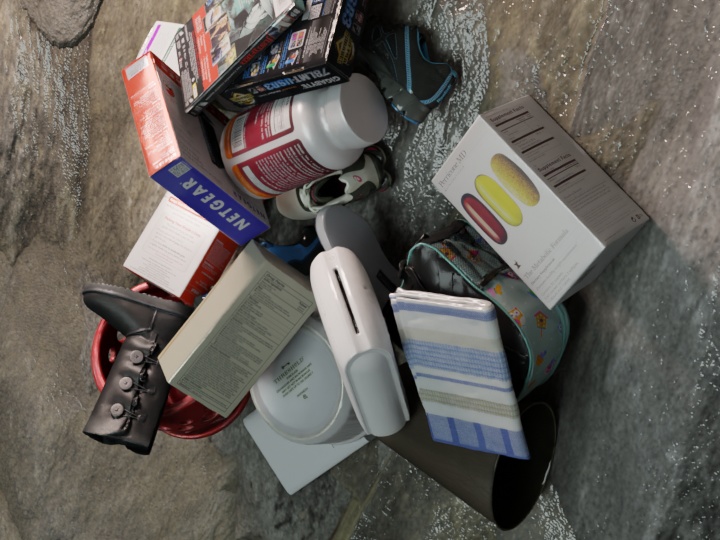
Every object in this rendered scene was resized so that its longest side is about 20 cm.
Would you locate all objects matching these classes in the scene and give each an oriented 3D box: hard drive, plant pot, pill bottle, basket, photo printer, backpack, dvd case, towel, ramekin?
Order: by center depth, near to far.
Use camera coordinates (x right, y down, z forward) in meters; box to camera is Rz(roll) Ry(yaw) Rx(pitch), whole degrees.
[{"bbox_3d":[0.113,0.115,1.460,0.146,0.024,0.202,6,122,43],"label":"towel"},{"bbox_3d":[0.147,0.058,1.518,0.200,0.153,0.177,45,137,26],"label":"backpack"},{"bbox_3d":[-0.002,0.081,1.547,0.201,0.069,0.167,73,177,-54],"label":"photo printer"},{"bbox_3d":[-0.149,-0.296,1.566,0.200,0.022,0.147,-41,44,28],"label":"dvd case"},{"bbox_3d":[-0.067,-0.164,1.575,0.199,0.113,0.114,-17,97,41],"label":"pill bottle"},{"bbox_3d":[0.123,0.200,1.617,0.199,0.136,0.182,25,132,34],"label":"basket"},{"bbox_3d":[-0.061,0.140,1.738,0.201,0.094,0.205,5,99,33],"label":"ramekin"},{"bbox_3d":[-0.253,0.136,1.829,0.200,0.201,0.183,32,167,25],"label":"plant pot"},{"bbox_3d":[-0.076,0.224,1.860,0.200,0.026,0.132,-40,81,42],"label":"hard drive"}]

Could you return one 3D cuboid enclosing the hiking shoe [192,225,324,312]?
[{"bbox_3d":[-0.133,0.004,1.729,0.074,0.198,0.087,155,96,-80],"label":"hiking shoe"}]

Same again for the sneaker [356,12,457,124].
[{"bbox_3d":[0.035,-0.266,1.548,0.082,0.073,0.200,-43,72,11],"label":"sneaker"}]

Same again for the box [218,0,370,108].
[{"bbox_3d":[-0.072,-0.303,1.540,0.197,0.050,0.202,-7,63,45],"label":"box"}]

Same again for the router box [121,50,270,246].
[{"bbox_3d":[-0.204,-0.150,1.626,0.049,0.200,0.181,-30,55,15],"label":"router box"}]

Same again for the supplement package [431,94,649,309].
[{"bbox_3d":[0.198,-0.078,1.449,0.200,0.109,0.114,48,131,14],"label":"supplement package"}]

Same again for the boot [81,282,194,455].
[{"bbox_3d":[-0.320,0.127,1.718,0.163,0.066,0.202,11,75,16],"label":"boot"}]

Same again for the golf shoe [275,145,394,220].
[{"bbox_3d":[-0.053,-0.107,1.662,0.199,0.088,0.078,-19,97,44],"label":"golf shoe"}]

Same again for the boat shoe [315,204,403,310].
[{"bbox_3d":[0.000,0.000,1.645,0.070,0.071,0.200,-11,130,49],"label":"boat shoe"}]

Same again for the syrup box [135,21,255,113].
[{"bbox_3d":[-0.193,-0.263,1.697,0.199,0.079,0.082,16,73,35],"label":"syrup box"}]

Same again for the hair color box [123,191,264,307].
[{"bbox_3d":[-0.217,-0.061,1.757,0.110,0.064,0.201,26,83,29],"label":"hair color box"}]

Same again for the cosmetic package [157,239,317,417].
[{"bbox_3d":[-0.154,0.074,1.653,0.200,0.103,0.073,-50,31,6],"label":"cosmetic package"}]
